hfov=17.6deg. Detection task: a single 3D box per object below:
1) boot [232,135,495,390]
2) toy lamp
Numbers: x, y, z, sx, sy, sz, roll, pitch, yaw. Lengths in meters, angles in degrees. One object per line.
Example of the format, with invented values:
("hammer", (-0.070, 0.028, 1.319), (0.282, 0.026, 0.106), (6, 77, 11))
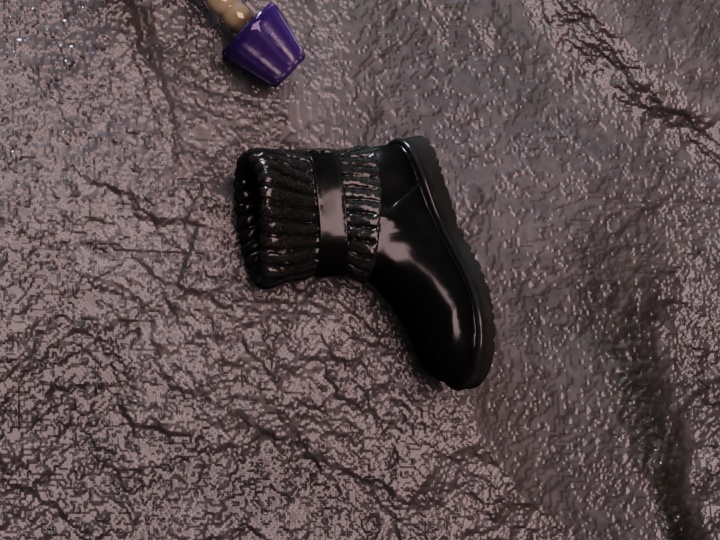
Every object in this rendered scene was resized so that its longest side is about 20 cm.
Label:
("boot", (-0.001, 0.000, 1.723), (0.157, 0.079, 0.212), (-10, 69, -30))
("toy lamp", (-0.123, -0.220, 1.749), (0.200, 0.058, 0.058), (45, 66, -2))
